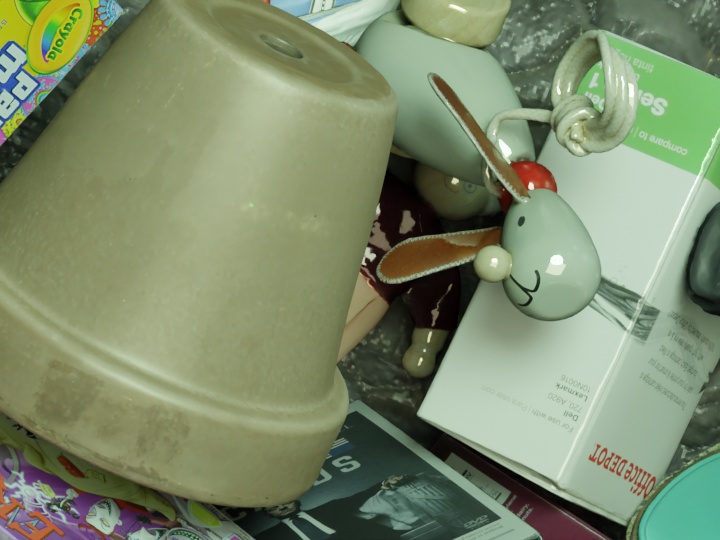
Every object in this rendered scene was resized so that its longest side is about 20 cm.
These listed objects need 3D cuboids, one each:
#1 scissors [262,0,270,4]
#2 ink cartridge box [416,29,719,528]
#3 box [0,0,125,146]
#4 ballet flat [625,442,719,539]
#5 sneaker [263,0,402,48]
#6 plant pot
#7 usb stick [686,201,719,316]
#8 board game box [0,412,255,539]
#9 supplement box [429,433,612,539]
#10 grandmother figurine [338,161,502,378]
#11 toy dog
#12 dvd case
[{"bbox_3d":[-0.057,-0.138,1.324,0.073,0.014,0.201,7,101,10],"label":"scissors"},{"bbox_3d":[0.121,0.009,1.350,0.084,0.146,0.200,25,87,24],"label":"ink cartridge box"},{"bbox_3d":[-0.247,-0.115,1.254,0.200,0.122,0.193,-46,117,4],"label":"box"},{"bbox_3d":[0.208,0.104,1.408,0.200,0.075,0.068,-34,74,-21],"label":"ballet flat"},{"bbox_3d":[-0.010,-0.150,1.360,0.200,0.076,0.077,-43,102,-7],"label":"sneaker"},{"bbox_3d":[-0.072,-0.023,1.232,0.200,0.200,0.175,24,108,-11],"label":"plant pot"},{"bbox_3d":[0.198,0.002,1.357,0.033,0.200,0.056,19,92,25],"label":"usb stick"},{"bbox_3d":[-0.148,0.081,1.214,0.200,0.120,0.032,38,120,11],"label":"board game box"},{"bbox_3d":[0.098,0.168,1.318,0.086,0.200,0.110,-52,127,-6],"label":"supplement box"},{"bbox_3d":[0.000,0.000,1.380,0.200,0.061,0.121,-43,107,-4],"label":"grandmother figurine"},{"bbox_3d":[0.032,-0.061,1.272,0.096,0.200,0.132,0,110,-24],"label":"toy dog"},{"bbox_3d":[-0.024,0.122,1.299,0.150,0.200,0.025,-22,113,-17],"label":"dvd case"}]
